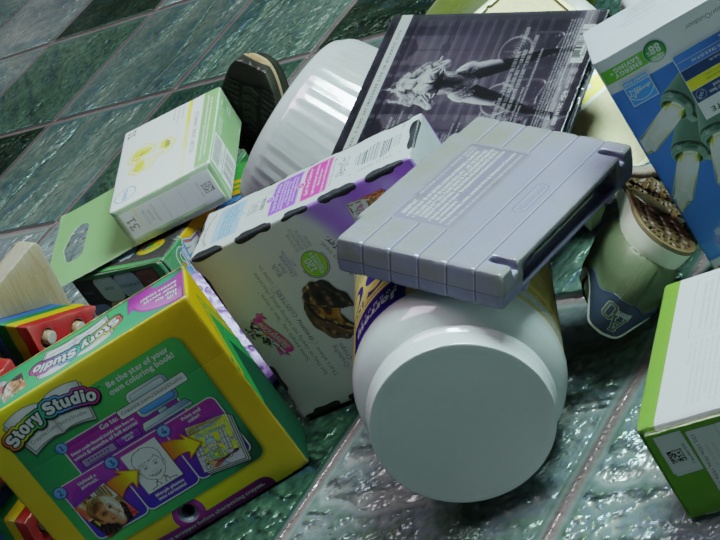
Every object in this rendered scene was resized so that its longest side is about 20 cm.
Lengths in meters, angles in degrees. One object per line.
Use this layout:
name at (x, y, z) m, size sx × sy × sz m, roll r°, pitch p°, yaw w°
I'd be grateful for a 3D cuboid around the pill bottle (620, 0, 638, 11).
pill bottle at (0.304, -0.183, 1.435) m, size 0.199 × 0.111 × 0.111 m, roll -17°, pitch 27°, yaw 3°

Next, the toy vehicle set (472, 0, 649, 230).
toy vehicle set at (0.158, -0.140, 1.516) m, size 0.124 × 0.027 × 0.200 m, roll -40°, pitch 66°, yaw -12°

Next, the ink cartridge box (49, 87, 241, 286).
ink cartridge box at (-0.201, -0.070, 1.675) m, size 0.199 × 0.048 × 0.146 m, roll -25°, pitch 29°, yaw 14°

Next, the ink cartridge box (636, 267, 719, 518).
ink cartridge box at (0.274, 0.050, 1.124) m, size 0.199 × 0.076 × 0.148 m, roll -19°, pitch 29°, yaw 29°

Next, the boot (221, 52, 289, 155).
boot at (-0.053, -0.154, 1.767) m, size 0.077 × 0.201 × 0.138 m, roll 32°, pitch 61°, yaw 26°

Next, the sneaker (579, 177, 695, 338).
sneaker at (0.186, -0.012, 1.350) m, size 0.090 × 0.067 × 0.200 m, roll -59°, pitch 3°, yaw 16°

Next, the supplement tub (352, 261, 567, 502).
supplement tub at (0.066, 0.050, 1.301) m, size 0.145 × 0.146 × 0.200 m, roll -28°, pitch 25°, yaw 15°

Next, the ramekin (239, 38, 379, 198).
ramekin at (-0.022, -0.105, 1.630) m, size 0.203 × 0.094 × 0.202 m, roll -56°, pitch -7°, yaw -11°

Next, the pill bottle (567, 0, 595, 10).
pill bottle at (0.124, -0.135, 1.596) m, size 0.200 × 0.111 × 0.111 m, roll -41°, pitch 25°, yaw -13°

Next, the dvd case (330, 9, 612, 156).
dvd case at (0.084, -0.138, 1.470) m, size 0.199 × 0.016 × 0.149 m, roll 4°, pitch 58°, yaw 35°

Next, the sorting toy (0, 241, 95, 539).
sorting toy at (-0.263, 0.116, 1.549) m, size 0.069 × 0.201 × 0.199 m, roll 3°, pitch 42°, yaw 33°

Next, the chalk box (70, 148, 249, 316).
chalk box at (-0.158, 0.009, 1.684) m, size 0.124 × 0.124 × 0.200 m, roll -9°, pitch 36°, yaw 42°

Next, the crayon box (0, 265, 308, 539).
crayon box at (-0.168, 0.120, 1.437) m, size 0.199 × 0.173 × 0.058 m, roll -31°, pitch 25°, yaw 9°

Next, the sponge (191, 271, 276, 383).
sponge at (-0.124, 0.070, 1.562) m, size 0.200 × 0.111 × 0.030 m, roll -48°, pitch -15°, yaw -27°

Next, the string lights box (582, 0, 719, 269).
string lights box at (0.241, -0.094, 1.269) m, size 0.102 × 0.200 × 0.059 m, roll -29°, pitch 24°, yaw 14°

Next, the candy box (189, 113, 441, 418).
candy box at (0.000, 0.000, 1.445) m, size 0.199 × 0.168 × 0.072 m, roll -23°, pitch 27°, yaw 23°

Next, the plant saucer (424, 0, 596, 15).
plant saucer at (0.132, -0.210, 1.678) m, size 0.199 × 0.200 × 0.031 m, roll -35°, pitch 63°, yaw 1°

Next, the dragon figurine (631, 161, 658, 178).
dragon figurine at (0.260, -0.099, 1.374) m, size 0.198 × 0.059 × 0.100 m, roll -7°, pitch 38°, yaw 3°

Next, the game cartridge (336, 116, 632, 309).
game cartridge at (0.085, -0.042, 1.279) m, size 0.129 × 0.039 × 0.200 m, roll 10°, pitch 32°, yaw 31°
